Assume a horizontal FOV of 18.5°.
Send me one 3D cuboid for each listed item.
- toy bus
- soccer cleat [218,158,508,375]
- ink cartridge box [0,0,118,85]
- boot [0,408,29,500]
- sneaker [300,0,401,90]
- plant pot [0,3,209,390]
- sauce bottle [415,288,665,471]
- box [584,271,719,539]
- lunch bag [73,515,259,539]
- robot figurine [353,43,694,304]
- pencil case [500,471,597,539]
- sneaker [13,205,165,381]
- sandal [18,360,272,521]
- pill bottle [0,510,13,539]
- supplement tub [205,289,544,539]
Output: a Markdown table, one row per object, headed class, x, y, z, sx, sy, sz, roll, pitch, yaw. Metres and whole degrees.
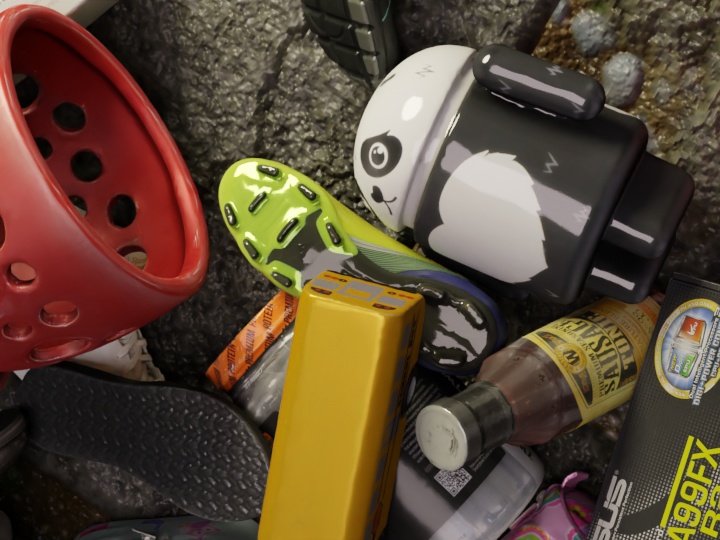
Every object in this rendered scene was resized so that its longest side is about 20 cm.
| class | x | y | z | sx | sy | sz | roll | pitch | yaw |
| --- | --- | --- | --- | --- | --- | --- | --- | --- | --- |
| toy bus | -0.013 | 0.104 | 1.278 | 0.065 | 0.078 | 0.200 | 14 | 106 | 12 |
| soccer cleat | 0.000 | 0.001 | 1.338 | 0.200 | 0.084 | 0.065 | 33 | 94 | 11 |
| ink cartridge box | -0.252 | -0.223 | 1.386 | 0.145 | 0.083 | 0.200 | -36 | 91 | 22 |
| boot | -0.231 | 0.206 | 1.410 | 0.174 | 0.069 | 0.200 | 41 | 90 | -16 |
| sneaker | 0.003 | -0.204 | 1.333 | 0.075 | 0.079 | 0.200 | 25 | 137 | 48 |
| plant pot | -0.218 | -0.032 | 1.314 | 0.182 | 0.200 | 0.201 | -28 | 95 | 19 |
| sauce bottle | 0.114 | 0.066 | 1.302 | 0.066 | 0.200 | 0.066 | 21 | 123 | 37 |
| box | 0.214 | 0.115 | 1.258 | 0.160 | 0.044 | 0.200 | 20 | 92 | 53 |
| lunch bag | -0.121 | 0.261 | 1.471 | 0.160 | 0.077 | 0.200 | -5 | 101 | 16 |
| robot figurine | 0.093 | -0.054 | 1.318 | 0.200 | 0.125 | 0.150 | 24 | 99 | 8 |
| pencil case | 0.090 | 0.217 | 1.406 | 0.200 | 0.087 | 0.087 | -43 | 90 | 19 |
| sneaker | -0.161 | 0.041 | 1.434 | 0.200 | 0.074 | 0.116 | 41 | 112 | 4 |
| sandal | -0.125 | 0.097 | 1.374 | 0.200 | 0.048 | 0.075 | 18 | 107 | 30 |
| pill bottle | -0.281 | 0.267 | 1.496 | 0.111 | 0.111 | 0.200 | -2 | 102 | 15 |
| supplement tub | 0.007 | 0.099 | 1.378 | 0.200 | 0.123 | 0.123 | 44 | 109 | 1 |
